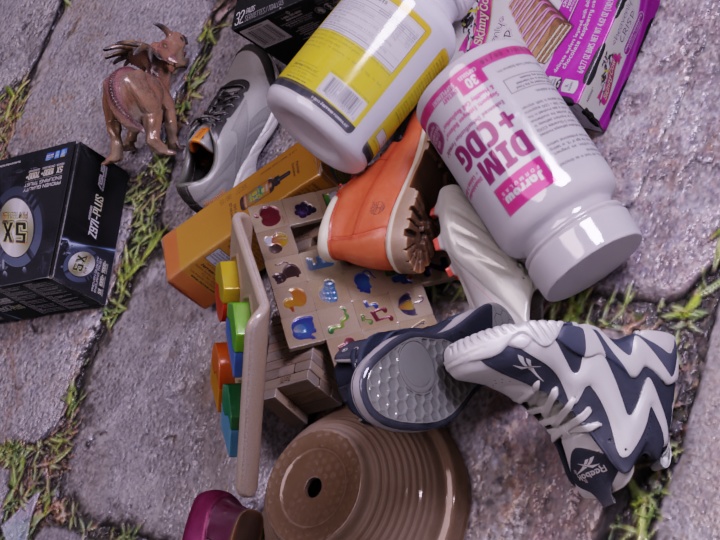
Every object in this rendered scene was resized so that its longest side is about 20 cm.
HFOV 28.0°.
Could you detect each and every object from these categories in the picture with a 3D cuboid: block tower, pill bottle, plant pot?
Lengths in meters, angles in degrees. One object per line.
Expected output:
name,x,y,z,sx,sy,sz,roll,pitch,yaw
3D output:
block tower,-0.044,0.041,1.323,0.057,0.054,0.201,-17,48,30
pill bottle,0.141,-0.083,1.201,0.113,0.113,0.201,-37,70,15
pill bottle,0.015,-0.195,1.295,0.112,0.112,0.200,29,76,42
plant pot,-0.015,0.197,1.217,0.199,0.093,0.203,-16,59,29

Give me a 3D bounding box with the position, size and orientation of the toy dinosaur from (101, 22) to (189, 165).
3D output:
toy dinosaur,-0.242,-0.192,1.550,0.085,0.200,0.137,-6,103,8

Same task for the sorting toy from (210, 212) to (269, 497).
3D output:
sorting toy,-0.110,0.071,1.278,0.200,0.036,0.187,-107,20,-61

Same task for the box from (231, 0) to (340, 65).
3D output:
box,-0.026,-0.320,1.459,0.148,0.124,0.202,-13,59,42

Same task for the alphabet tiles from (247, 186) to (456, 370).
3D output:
alphabet tiles,0.000,0.000,1.304,0.165,0.008,0.201,-13,54,-9

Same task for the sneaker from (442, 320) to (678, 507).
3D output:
sneaker,0.157,0.111,1.085,0.079,0.197,0.131,-28,61,54

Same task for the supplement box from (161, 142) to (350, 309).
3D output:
supplement box,-0.101,-0.047,1.421,0.199,0.069,0.067,-35,42,20

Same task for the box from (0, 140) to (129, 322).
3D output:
box,-0.370,-0.038,1.607,0.198,0.086,0.165,-9,63,33

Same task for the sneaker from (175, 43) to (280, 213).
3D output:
sneaker,-0.136,-0.149,1.495,0.073,0.079,0.202,-1,66,38

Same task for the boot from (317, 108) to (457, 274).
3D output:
boot,0.027,-0.083,1.311,0.106,0.075,0.201,-1,46,29

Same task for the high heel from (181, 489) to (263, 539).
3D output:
high heel,-0.149,0.298,1.297,0.096,0.067,0.201,6,68,56

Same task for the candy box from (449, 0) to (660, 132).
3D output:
candy box,0.156,-0.214,1.322,0.199,0.061,0.137,16,78,41

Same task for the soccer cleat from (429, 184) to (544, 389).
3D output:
soccer cleat,0.118,0.008,1.237,0.077,0.069,0.202,-25,61,18

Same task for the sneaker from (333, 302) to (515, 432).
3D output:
sneaker,0.019,0.090,1.133,0.145,0.202,0.078,-19,89,37
